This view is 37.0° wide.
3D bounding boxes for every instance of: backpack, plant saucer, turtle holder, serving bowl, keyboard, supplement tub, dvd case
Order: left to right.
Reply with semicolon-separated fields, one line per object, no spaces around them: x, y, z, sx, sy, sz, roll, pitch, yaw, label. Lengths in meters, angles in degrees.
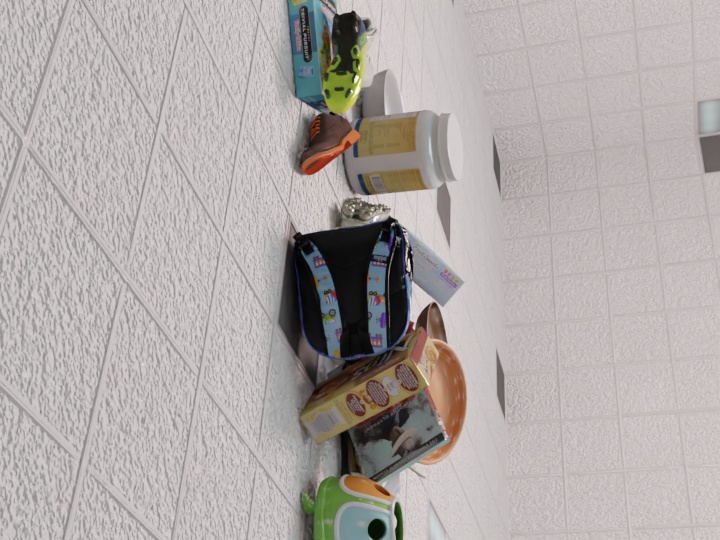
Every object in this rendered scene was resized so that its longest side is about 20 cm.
-0.007;0.388;1.542;0.141;0.130;0.188;61;26;-58;turtle holder
-0.004;0.043;1.591;0.135;0.180;0.203;67;16;-67;backpack
0.013;0.396;1.689;0.200;0.011;0.057;-51;147;-38;keyboard
0.043;-0.298;2.156;0.200;0.065;0.204;-6;90;-75;serving bowl
0.039;0.206;1.633;0.022;0.145;0.202;28;33;-55;dvd case
0.081;-0.218;1.987;0.144;0.197;0.147;-4;90;-72;supplement tub
0.104;0.212;1.750;0.199;0.037;0.204;3;86;-50;plant saucer
0.125;0.157;1.892;0.200;0.032;0.204;-6;90;-77;plant saucer

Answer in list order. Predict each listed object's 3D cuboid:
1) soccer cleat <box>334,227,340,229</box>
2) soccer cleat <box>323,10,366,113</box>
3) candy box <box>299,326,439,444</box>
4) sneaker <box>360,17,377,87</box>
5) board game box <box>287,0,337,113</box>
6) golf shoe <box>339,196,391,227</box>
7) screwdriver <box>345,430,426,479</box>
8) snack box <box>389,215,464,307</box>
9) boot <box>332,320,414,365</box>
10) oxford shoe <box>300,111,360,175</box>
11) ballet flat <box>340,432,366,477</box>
0.000;0.000;1.827;0.065;0.082;0.202;-81;159;-44;soccer cleat
-0.018;-0.323;1.717;0.084;0.064;0.203;65;24;-54;soccer cleat
0.014;0.168;1.576;0.056;0.198;0.116;56;21;-11;candy box
0.002;-0.396;1.933;0.117;0.073;0.200;-63;175;18;sneaker
-0.071;-0.374;1.777;0.151;0.046;0.203;5;79;-76;board game box
0.000;-0.076;1.929;0.200;0.077;0.099;-29;132;-71;golf shoe
0.029;0.271;1.694;0.029;0.199;0.028;-51;-171;36;screwdriver
0.100;-0.021;1.987;0.168;0.068;0.200;41;4;-8;snack box
0.012;0.052;1.732;0.073;0.142;0.203;-61;142;-65;boot
-0.065;-0.209;1.737;0.073;0.071;0.200;52;23;-6;oxford shoe
0.001;0.315;1.722;0.067;0.068;0.203;1;75;-31;ballet flat
